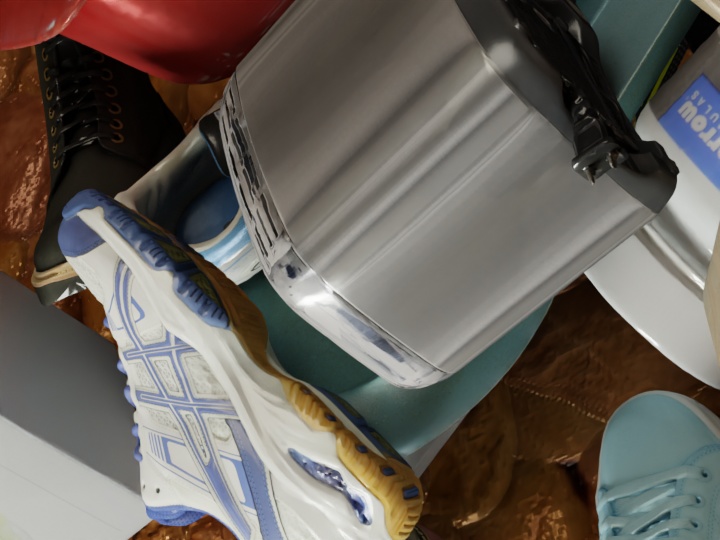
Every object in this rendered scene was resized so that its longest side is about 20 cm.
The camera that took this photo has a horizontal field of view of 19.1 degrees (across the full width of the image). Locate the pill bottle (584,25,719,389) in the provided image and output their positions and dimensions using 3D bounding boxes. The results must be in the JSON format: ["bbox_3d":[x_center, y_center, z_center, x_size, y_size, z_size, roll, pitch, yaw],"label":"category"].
[{"bbox_3d":[0.179,-0.056,0.826,0.200,0.114,0.114,-48,42,15],"label":"pill bottle"}]

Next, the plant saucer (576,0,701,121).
[{"bbox_3d":[0.099,-0.087,0.865,0.070,0.019,0.200,14,69,56],"label":"plant saucer"}]

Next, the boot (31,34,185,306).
[{"bbox_3d":[-0.135,-0.072,1.017,0.077,0.139,0.200,-18,14,5],"label":"boot"}]

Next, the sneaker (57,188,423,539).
[{"bbox_3d":[-0.069,0.053,0.846,0.088,0.075,0.200,-48,66,9],"label":"sneaker"}]

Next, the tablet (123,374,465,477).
[{"bbox_3d":[-0.026,0.042,1.005,0.130,0.014,0.200,-53,43,-3],"label":"tablet"}]

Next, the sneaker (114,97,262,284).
[{"bbox_3d":[-0.020,-0.062,0.908,0.200,0.072,0.072,-39,63,14],"label":"sneaker"}]

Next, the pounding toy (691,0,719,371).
[{"bbox_3d":[0.195,0.004,0.702,0.183,0.143,0.201,-4,52,-5],"label":"pounding toy"}]

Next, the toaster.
[{"bbox_3d":[0.028,-0.047,0.791,0.129,0.114,0.200,-43,35,16],"label":"toaster"}]

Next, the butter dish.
[{"bbox_3d":[-0.057,-0.152,0.943,0.201,0.148,0.199,-58,18,-7],"label":"butter dish"}]

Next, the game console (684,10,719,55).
[{"bbox_3d":[0.205,-0.179,0.894,0.200,0.031,0.177,-31,78,18],"label":"game console"}]

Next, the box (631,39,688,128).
[{"bbox_3d":[0.071,-0.130,1.019,0.200,0.044,0.161,16,74,45],"label":"box"}]

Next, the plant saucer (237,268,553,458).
[{"bbox_3d":[0.000,0.000,0.922,0.199,0.027,0.201,-24,42,24],"label":"plant saucer"}]

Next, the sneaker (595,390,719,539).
[{"bbox_3d":[0.115,0.119,0.787,0.074,0.082,0.201,-26,48,22],"label":"sneaker"}]

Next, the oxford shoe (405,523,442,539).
[{"bbox_3d":[0.015,0.172,0.836,0.070,0.075,0.200,-37,44,13],"label":"oxford shoe"}]

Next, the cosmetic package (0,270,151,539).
[{"bbox_3d":[-0.236,0.090,0.999,0.200,0.199,0.123,-40,44,14],"label":"cosmetic package"}]
